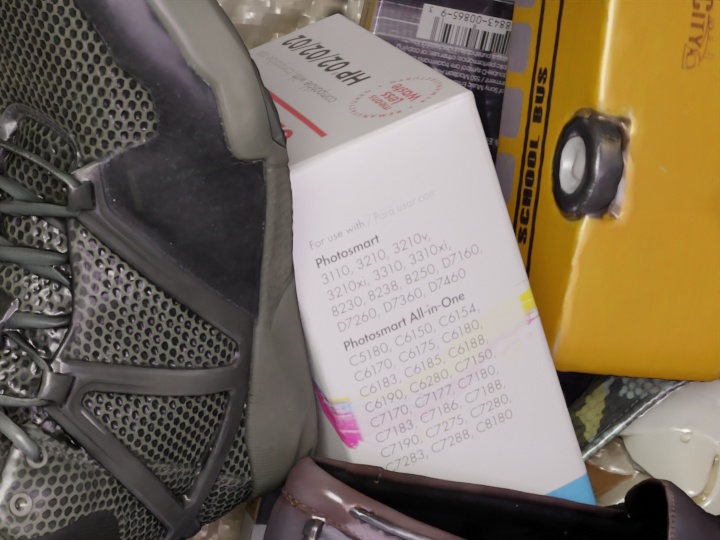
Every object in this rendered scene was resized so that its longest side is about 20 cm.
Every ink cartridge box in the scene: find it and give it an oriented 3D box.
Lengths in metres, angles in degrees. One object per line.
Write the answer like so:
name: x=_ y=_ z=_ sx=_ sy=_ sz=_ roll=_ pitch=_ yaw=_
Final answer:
ink cartridge box: x=0.000 y=0.000 z=0.736 sx=0.068 sy=0.115 sz=0.200 roll=-24 pitch=113 yaw=-12

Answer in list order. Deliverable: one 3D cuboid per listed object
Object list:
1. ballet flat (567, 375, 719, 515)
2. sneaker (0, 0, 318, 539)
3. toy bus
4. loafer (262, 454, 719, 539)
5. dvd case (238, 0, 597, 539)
ballet flat: x=0.078 y=0.082 z=0.815 sx=0.200 sy=0.071 sz=0.069 roll=-40 pitch=115 yaw=-6
sneaker: x=-0.076 y=0.003 z=0.634 sx=0.114 sy=0.076 sz=0.200 roll=-36 pitch=139 yaw=-31
toy bus: x=0.086 y=-0.068 z=0.769 sx=0.065 sy=0.078 sz=0.200 roll=5 pitch=93 yaw=-22
loafer: x=0.068 y=0.083 z=0.687 sx=0.200 sy=0.072 sz=0.063 roll=2 pitch=103 yaw=-19
dvd case: x=0.049 y=0.014 z=0.833 sx=0.149 sy=0.016 sz=0.200 roll=8 pitch=102 yaw=-23
